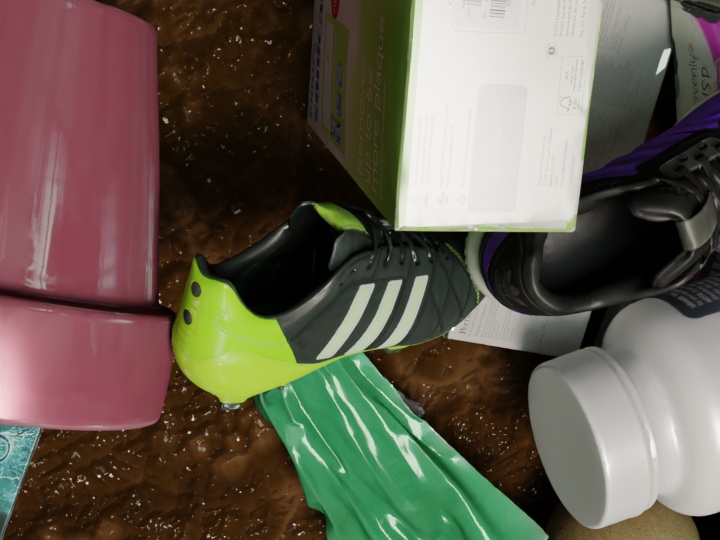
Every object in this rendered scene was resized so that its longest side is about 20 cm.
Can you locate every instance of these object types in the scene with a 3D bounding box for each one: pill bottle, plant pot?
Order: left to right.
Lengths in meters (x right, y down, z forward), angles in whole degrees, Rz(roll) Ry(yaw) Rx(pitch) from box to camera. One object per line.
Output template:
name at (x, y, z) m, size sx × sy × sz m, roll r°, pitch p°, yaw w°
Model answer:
plant pot at (-0.171, -0.036, 0.646) m, size 0.197 × 0.200 × 0.182 m, roll 12°, pitch 91°, yaw -17°
pill bottle at (0.197, 0.064, 0.765) m, size 0.197 × 0.120 × 0.121 m, roll -16°, pitch 112°, yaw -15°

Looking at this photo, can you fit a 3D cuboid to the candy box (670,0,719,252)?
candy box at (0.266, -0.101, 0.761) m, size 0.198 × 0.061 × 0.138 m, roll -20°, pitch 117°, yaw -19°

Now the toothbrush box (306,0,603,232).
toothbrush box at (0.036, -0.116, 0.651) m, size 0.085 × 0.200 × 0.148 m, roll 0°, pitch 109°, yaw -12°

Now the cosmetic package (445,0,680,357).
cosmetic package at (0.102, -0.058, 0.768) m, size 0.081 × 0.051 × 0.203 m, roll 10°, pitch 106°, yaw -20°

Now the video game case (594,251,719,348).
video game case at (0.252, 0.007, 0.845) m, size 0.197 × 0.017 × 0.145 m, roll 15°, pitch 104°, yaw -18°

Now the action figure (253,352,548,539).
action figure at (0.002, 0.101, 0.794) m, size 0.117 × 0.055 × 0.201 m, roll -34°, pitch 104°, yaw 11°

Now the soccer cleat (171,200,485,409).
soccer cleat at (0.000, 0.000, 0.668) m, size 0.198 × 0.067 × 0.082 m, roll -22°, pitch 140°, yaw -36°

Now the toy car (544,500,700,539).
toy car at (0.161, 0.173, 0.841) m, size 0.199 × 0.158 × 0.165 m, roll 39°, pitch 91°, yaw 6°

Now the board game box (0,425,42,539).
board game box at (-0.262, 0.139, 0.761) m, size 0.134 × 0.028 × 0.202 m, roll 19°, pitch 103°, yaw -19°

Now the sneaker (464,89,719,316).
sneaker at (0.149, -0.029, 0.648) m, size 0.198 × 0.100 × 0.070 m, roll -27°, pitch 100°, yaw -2°
